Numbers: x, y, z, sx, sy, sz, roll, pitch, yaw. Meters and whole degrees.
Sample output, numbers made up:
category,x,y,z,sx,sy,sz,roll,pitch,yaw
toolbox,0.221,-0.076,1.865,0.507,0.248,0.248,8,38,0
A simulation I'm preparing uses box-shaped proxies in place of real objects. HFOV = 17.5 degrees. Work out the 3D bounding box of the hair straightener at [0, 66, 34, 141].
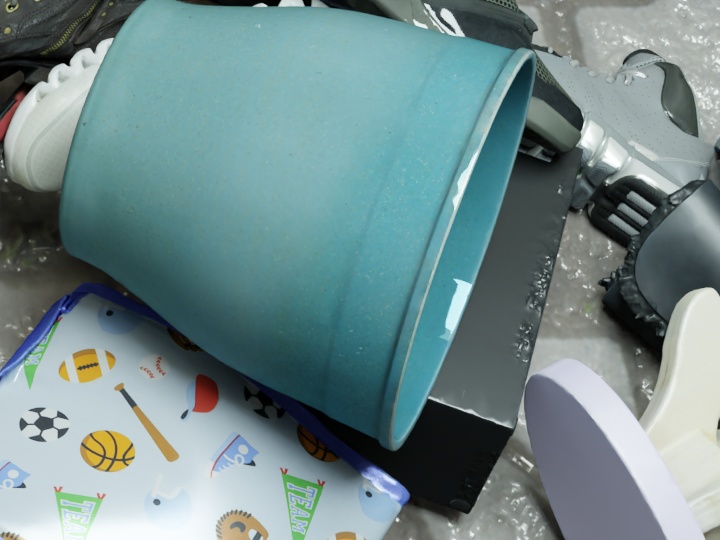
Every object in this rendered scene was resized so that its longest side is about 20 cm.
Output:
category,x,y,z,sx,sy,sz,roll,pitch,yaw
hair straightener,-0.203,-0.114,1.257,0.077,0.041,0.200,47,35,-11

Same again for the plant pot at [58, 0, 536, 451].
category,x,y,z,sx,sy,sz,roll,pitch,yaw
plant pot,-0.036,-0.039,1.127,0.187,0.200,0.201,19,56,8

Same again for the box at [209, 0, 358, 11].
category,x,y,z,sx,sy,sz,roll,pitch,yaw
box,-0.069,-0.258,1.325,0.199,0.124,0.198,18,84,-8

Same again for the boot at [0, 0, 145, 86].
category,x,y,z,sx,sy,sz,roll,pitch,yaw
boot,-0.146,-0.168,1.189,0.200,0.174,0.070,3,56,-53

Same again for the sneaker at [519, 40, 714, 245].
category,x,y,z,sx,sy,sz,roll,pitch,yaw
sneaker,0.129,-0.106,1.404,0.200,0.075,0.116,38,51,-7

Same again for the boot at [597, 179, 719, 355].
category,x,y,z,sx,sy,sz,roll,pitch,yaw
boot,0.230,0.015,1.287,0.076,0.200,0.168,-31,77,-40

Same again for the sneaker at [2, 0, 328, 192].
category,x,y,z,sx,sy,sz,roll,pitch,yaw
sneaker,-0.090,-0.082,1.235,0.199,0.075,0.081,-20,49,-14

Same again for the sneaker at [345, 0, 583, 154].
category,x,y,z,sx,sy,sz,roll,pitch,yaw
sneaker,0.066,-0.155,1.258,0.199,0.076,0.114,42,84,-13

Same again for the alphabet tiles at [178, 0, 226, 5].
category,x,y,z,sx,sy,sz,roll,pitch,yaw
alphabet tiles,-0.107,-0.187,1.397,0.200,0.015,0.196,36,56,4

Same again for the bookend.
category,x,y,z,sx,sy,sz,roll,pitch,yaw
bookend,0.000,0.000,1.279,0.199,0.092,0.199,19,52,-3

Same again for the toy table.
category,x,y,z,sx,sy,sz,roll,pitch,yaw
toy table,0.180,0.120,1.233,0.117,0.184,0.201,-28,105,-19

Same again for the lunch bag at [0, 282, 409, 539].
category,x,y,z,sx,sy,sz,roll,pitch,yaw
lunch bag,-0.109,0.123,1.153,0.200,0.124,0.170,39,55,-5

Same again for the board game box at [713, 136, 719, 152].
category,x,y,z,sx,sy,sz,roll,pitch,yaw
board game box,0.289,-0.055,1.350,0.147,0.200,0.064,31,97,1
